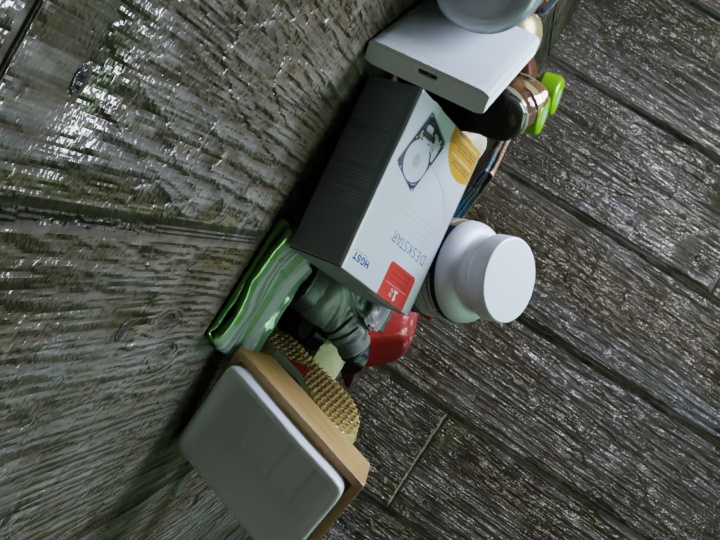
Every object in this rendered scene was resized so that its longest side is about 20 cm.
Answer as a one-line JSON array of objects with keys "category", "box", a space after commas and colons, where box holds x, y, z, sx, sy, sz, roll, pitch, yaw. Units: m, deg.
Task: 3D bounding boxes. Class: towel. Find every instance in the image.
[{"category": "towel", "box": [-0.104, 0.031, 1.270, 0.151, 0.030, 0.200, -59, 173, -7]}, {"category": "towel", "box": [0.127, -0.093, 1.461, 0.201, 0.021, 0.147, -56, -176, 42]}]

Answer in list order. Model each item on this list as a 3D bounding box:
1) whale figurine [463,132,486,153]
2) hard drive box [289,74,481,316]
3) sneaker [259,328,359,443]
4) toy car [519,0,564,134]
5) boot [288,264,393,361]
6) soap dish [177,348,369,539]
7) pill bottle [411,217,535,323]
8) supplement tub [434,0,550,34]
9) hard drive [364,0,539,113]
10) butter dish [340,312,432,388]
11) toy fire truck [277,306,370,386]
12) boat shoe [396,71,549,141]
[{"category": "whale figurine", "box": [0.089, -0.172, 1.641, 0.198, 0.104, 0.161, -6, 132, -51]}, {"category": "hard drive box", "box": [0.030, -0.077, 1.242, 0.155, 0.076, 0.203, 34, 79, -54]}, {"category": "sneaker", "box": [-0.077, 0.156, 1.369, 0.074, 0.200, 0.091, 14, 115, -45]}, {"category": "toy car", "box": [0.194, -0.308, 1.531, 0.158, 0.162, 0.203, -48, 155, -56]}, {"category": "boot", "box": [0.000, 0.000, 1.433, 0.067, 0.130, 0.202, 13, -115, 56]}, {"category": "soap dish", "box": [-0.094, 0.203, 1.282, 0.158, 0.200, 0.081, -53, 164, 30]}, {"category": "pill bottle", "box": [0.095, -0.004, 1.343, 0.115, 0.198, 0.118, -12, 107, -44]}, {"category": "supplement tub", "box": [0.151, -0.322, 1.220, 0.124, 0.121, 0.200, -62, 172, 27]}, {"category": "hard drive", "box": [0.099, -0.228, 1.201, 0.200, 0.130, 0.027, -49, 163, -55]}, {"category": "butter dish", "box": [0.035, 0.048, 1.638, 0.200, 0.145, 0.203, 103, -16, -69]}, {"category": "toy fire truck", "box": [-0.088, 0.125, 1.541, 0.178, 0.128, 0.199, -58, -147, -1]}, {"category": "boat shoe", "box": [0.123, -0.193, 1.279, 0.073, 0.199, 0.077, -31, 128, -29]}]
